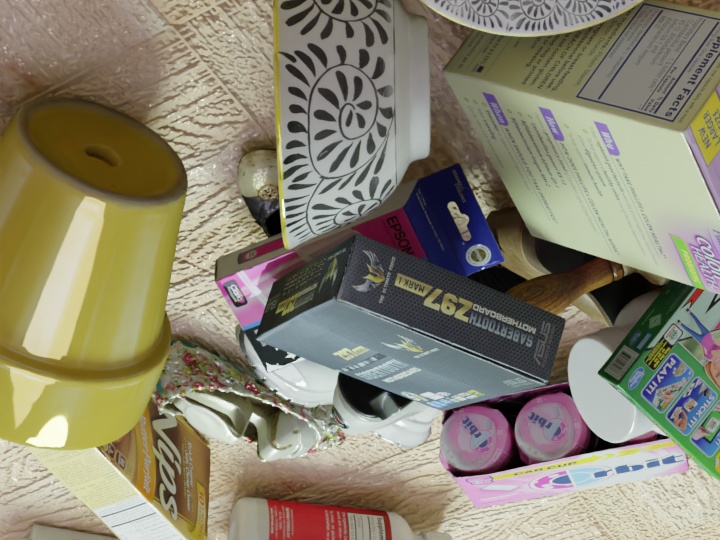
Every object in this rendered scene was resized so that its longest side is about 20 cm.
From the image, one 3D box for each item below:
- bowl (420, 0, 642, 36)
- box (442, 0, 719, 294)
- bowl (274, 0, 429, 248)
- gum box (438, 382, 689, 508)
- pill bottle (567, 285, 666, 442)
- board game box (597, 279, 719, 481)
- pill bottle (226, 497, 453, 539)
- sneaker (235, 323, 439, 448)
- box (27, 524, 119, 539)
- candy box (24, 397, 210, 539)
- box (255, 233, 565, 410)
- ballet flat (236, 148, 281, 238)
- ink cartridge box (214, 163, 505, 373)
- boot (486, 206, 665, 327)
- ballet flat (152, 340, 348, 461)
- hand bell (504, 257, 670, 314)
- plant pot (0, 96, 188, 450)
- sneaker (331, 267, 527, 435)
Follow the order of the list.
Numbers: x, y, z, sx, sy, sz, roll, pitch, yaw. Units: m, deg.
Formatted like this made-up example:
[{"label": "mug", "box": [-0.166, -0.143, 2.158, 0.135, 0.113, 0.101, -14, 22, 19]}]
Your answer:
[{"label": "bowl", "box": [0.106, -0.249, 1.135, 0.198, 0.095, 0.202, -2, 137, -2]}, {"label": "box", "box": [0.183, -0.089, 1.235, 0.199, 0.097, 0.176, 20, 154, 42]}, {"label": "bowl", "box": [-0.004, -0.116, 1.185, 0.093, 0.202, 0.202, -1, 137, 0]}, {"label": "gum box", "box": [0.167, 0.140, 1.548, 0.198, 0.067, 0.114, -12, 159, 10]}, {"label": "pill bottle", "box": [0.259, 0.060, 1.406, 0.198, 0.112, 0.112, -17, 144, -27]}, {"label": "board game box", "box": [0.273, 0.033, 1.318, 0.134, 0.029, 0.201, 40, 88, -31]}, {"label": "pill bottle", "box": [-0.019, 0.268, 1.671, 0.198, 0.113, 0.113, 7, 136, -10]}, {"label": "sneaker", "box": [-0.010, 0.070, 1.504, 0.199, 0.075, 0.087, 22, 117, -29]}, {"label": "box", "box": [-0.218, 0.325, 1.715, 0.198, 0.125, 0.098, 12, 136, -14]}, {"label": "candy box", "box": [-0.194, 0.145, 1.528, 0.055, 0.116, 0.200, -19, 134, 19]}, {"label": "box", "box": [0.029, 0.041, 1.279, 0.156, 0.051, 0.200, 23, 164, -14]}, {"label": "ballet flat", "box": [-0.031, -0.016, 1.403, 0.066, 0.057, 0.200, -19, 130, 21]}, {"label": "ink cartridge box", "box": [0.000, 0.000, 1.375, 0.198, 0.037, 0.095, -22, 122, 10]}, {"label": "boot", "box": [0.171, -0.001, 1.440, 0.075, 0.074, 0.199, 7, 161, 48]}, {"label": "ballet flat", "box": [-0.093, 0.122, 1.547, 0.199, 0.064, 0.076, 23, 131, -26]}, {"label": "hand bell", "box": [0.175, -0.002, 1.346, 0.198, 0.104, 0.105, -23, 138, -11]}, {"label": "plant pot", "box": [-0.212, -0.009, 1.322, 0.199, 0.201, 0.190, 17, 118, -20]}, {"label": "sneaker", "box": [0.057, 0.064, 1.456, 0.199, 0.074, 0.089, -27, 164, -22]}]
